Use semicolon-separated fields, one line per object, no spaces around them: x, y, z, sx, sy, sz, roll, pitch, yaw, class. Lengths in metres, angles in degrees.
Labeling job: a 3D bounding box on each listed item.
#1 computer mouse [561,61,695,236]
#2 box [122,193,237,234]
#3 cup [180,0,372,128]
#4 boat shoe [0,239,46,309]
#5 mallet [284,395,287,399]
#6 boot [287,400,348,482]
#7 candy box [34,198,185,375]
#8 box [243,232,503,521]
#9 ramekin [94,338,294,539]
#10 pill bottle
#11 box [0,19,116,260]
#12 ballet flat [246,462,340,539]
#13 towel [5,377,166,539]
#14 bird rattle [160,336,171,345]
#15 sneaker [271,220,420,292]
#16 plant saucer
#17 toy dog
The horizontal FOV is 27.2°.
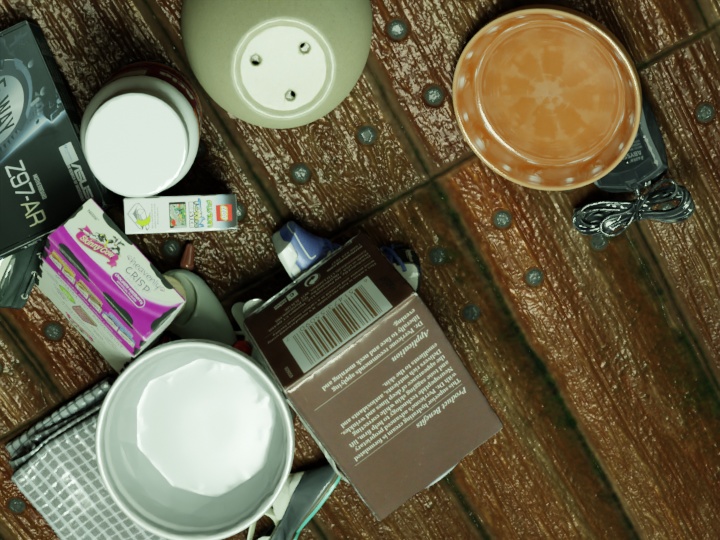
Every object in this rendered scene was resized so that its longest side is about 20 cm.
0.271;-0.140;1.588;0.137;0.053;0.202;-9;116;27;computer mouse
-0.179;-0.057;1.505;0.108;0.200;0.035;-2;92;-5;box
-0.080;-0.220;1.466;0.197;0.144;0.203;-2;117;-5;cup
-0.334;-0.042;1.566;0.066;0.074;0.201;25;100;-33;boat shoe
0.007;0.122;1.676;0.197;0.066;0.042;-1;112;-12;mallet
-0.030;0.168;1.687;0.073;0.096;0.200;-41;113;14;boot
-0.252;0.021;1.482;0.137;0.200;0.061;47;69;-1;candy box
0.011;0.107;1.532;0.165;0.164;0.201;-35;120;-4;box
-0.164;0.165;1.513;0.197;0.105;0.203;0;94;1;ramekin
-0.212;-0.137;1.450;0.112;0.200;0.116;-1;104;-5;pill bottle
-0.357;-0.123;1.492;0.159;0.044;0.202;-23;90;6;box
-0.089;0.289;1.755;0.072;0.073;0.201;21;121;-16;ballet flat
-0.287;0.242;1.702;0.164;0.086;0.201;-31;115;8;towel
-0.163;0.171;1.642;0.112;0.163;0.201;-38;130;-8;bird rattle
0.001;0.001;1.626;0.115;0.081;0.199;-41;117;7;sneaker
0.193;-0.180;1.543;0.198;0.032;0.203;10;122;16;plant saucer
-0.148;0.043;1.616;0.199;0.131;0.097;31;78;-27;toy dog
